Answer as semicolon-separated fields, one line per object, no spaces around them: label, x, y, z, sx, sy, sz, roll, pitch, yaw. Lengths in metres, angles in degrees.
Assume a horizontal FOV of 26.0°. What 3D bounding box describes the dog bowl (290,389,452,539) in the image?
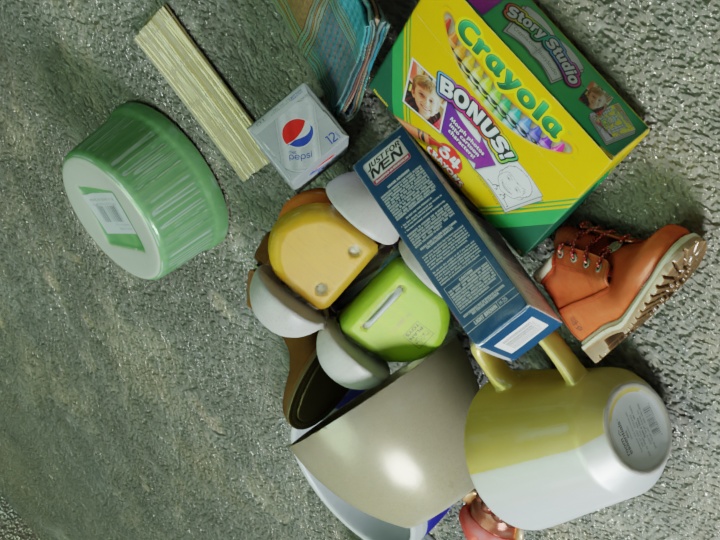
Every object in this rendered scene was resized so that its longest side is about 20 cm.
dog bowl;0.015;0.228;1.819;0.200;0.079;0.200;36;149;26

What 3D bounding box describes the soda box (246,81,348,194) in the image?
soda box;-0.055;-0.119;1.436;0.064;0.068;0.200;51;180;0

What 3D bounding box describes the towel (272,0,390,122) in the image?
towel;-0.043;-0.243;1.344;0.200;0.022;0.147;60;155;21

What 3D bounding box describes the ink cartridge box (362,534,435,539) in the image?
ink cartridge box;0.083;0.402;1.967;0.200;0.044;0.174;42;152;15

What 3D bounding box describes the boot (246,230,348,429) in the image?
boot;-0.073;0.055;1.641;0.155;0.201;0.077;17;180;41

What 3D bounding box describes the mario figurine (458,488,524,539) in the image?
mario figurine;0.163;0.210;1.614;0.200;0.106;0.124;107;156;-46

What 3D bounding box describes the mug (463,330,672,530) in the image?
mug;0.183;0.145;1.401;0.186;0.150;0.153;29;153;-27

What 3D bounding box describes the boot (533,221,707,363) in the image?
boot;0.205;-0.003;1.280;0.107;0.075;0.200;52;153;8

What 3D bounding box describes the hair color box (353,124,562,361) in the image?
hair color box;0.083;-0.022;1.344;0.200;0.060;0.100;57;-167;22

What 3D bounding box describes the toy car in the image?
toy car;0.000;0.000;1.507;0.200;0.175;0.150;39;-164;-13

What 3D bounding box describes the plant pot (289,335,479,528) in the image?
plant pot;0.048;0.175;1.553;0.135;0.200;0.200;57;152;2

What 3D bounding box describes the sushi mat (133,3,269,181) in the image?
sushi mat;-0.166;-0.187;1.660;0.200;0.012;0.096;53;153;-4

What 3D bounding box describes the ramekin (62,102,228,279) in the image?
ramekin;-0.256;-0.086;1.819;0.200;0.098;0.200;36;149;26

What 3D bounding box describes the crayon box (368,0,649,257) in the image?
crayon box;0.114;-0.133;1.260;0.200;0.058;0.173;48;151;7
